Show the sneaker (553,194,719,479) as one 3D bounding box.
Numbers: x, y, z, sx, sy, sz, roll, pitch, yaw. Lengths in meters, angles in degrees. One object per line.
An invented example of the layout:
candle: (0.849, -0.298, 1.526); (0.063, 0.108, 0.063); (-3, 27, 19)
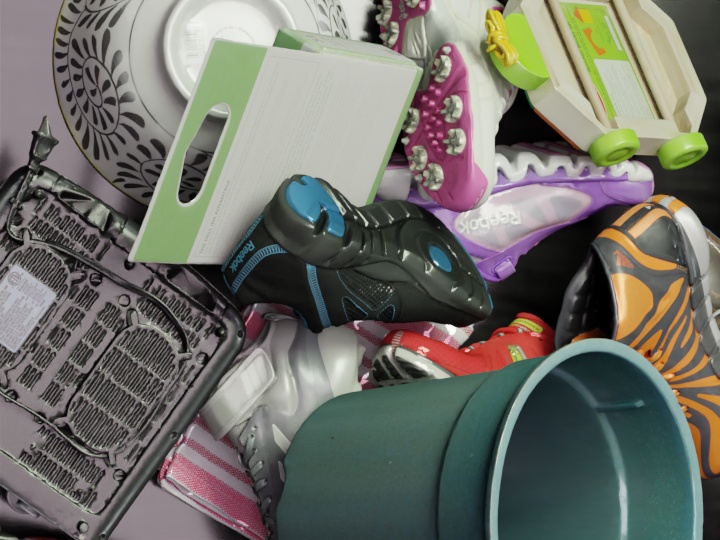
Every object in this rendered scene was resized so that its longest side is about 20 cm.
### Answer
sneaker: (0.181, 0.060, 1.545); (0.112, 0.077, 0.201); (-30, 112, -36)

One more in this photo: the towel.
towel: (-0.028, 0.084, 1.546); (0.146, 0.030, 0.201); (30, 82, -13)

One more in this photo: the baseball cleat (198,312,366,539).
baseball cleat: (-0.056, 0.127, 1.496); (0.106, 0.070, 0.201); (12, 77, -11)

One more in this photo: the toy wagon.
toy wagon: (0.143, -0.139, 1.535); (0.199, 0.040, 0.156); (-1, 62, -43)

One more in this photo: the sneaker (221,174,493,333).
sneaker: (0.000, 0.000, 1.461); (0.199, 0.073, 0.082); (21, 125, -43)

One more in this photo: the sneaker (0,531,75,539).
sneaker: (-0.177, 0.209, 1.456); (0.199, 0.080, 0.084); (14, 89, -42)

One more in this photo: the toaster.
toaster: (-0.185, 0.042, 1.459); (0.180, 0.119, 0.201); (37, 81, -12)

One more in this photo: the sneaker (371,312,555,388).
sneaker: (0.090, 0.066, 1.549); (0.199, 0.077, 0.085); (21, 73, -35)

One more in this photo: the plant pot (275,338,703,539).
plant pot: (0.066, 0.144, 1.413); (0.200, 0.195, 0.202); (5, 83, -48)

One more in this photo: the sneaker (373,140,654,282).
sneaker: (0.096, -0.036, 1.559); (0.199, 0.080, 0.089); (-5, 100, -13)

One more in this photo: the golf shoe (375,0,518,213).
golf shoe: (0.071, -0.117, 1.514); (0.091, 0.075, 0.201); (15, 47, -29)

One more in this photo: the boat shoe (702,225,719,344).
boat shoe: (0.259, 0.038, 1.598); (0.072, 0.072, 0.200); (-43, 100, -12)

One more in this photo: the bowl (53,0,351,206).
bowl: (-0.089, -0.136, 1.499); (0.199, 0.094, 0.202); (0, 88, -15)

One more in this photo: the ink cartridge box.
ink cartridge box: (-0.059, -0.073, 1.433); (0.199, 0.048, 0.146); (4, 113, -50)
